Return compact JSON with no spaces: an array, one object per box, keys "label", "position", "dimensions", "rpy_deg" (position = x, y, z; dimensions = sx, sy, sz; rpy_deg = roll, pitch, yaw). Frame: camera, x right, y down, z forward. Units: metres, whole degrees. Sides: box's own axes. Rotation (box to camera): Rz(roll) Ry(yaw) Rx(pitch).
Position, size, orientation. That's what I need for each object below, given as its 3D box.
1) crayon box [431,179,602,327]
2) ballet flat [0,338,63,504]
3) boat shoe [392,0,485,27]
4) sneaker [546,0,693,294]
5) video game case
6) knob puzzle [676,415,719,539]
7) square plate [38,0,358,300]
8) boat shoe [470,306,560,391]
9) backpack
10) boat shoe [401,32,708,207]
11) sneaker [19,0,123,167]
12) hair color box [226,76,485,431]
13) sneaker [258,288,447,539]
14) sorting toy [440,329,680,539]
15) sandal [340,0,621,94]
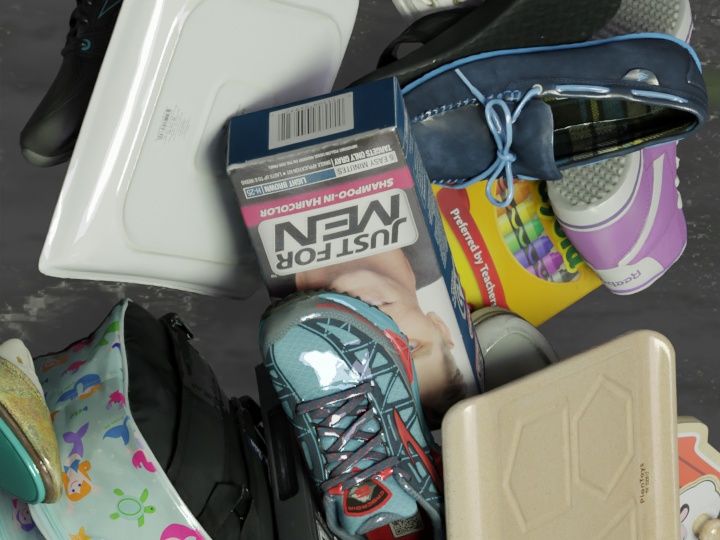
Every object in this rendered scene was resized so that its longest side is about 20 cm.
[{"label":"crayon box","position":[0.068,-0.019,1.819],"dimensions":[0.199,0.051,0.127],"rpy_deg":[-33,113,-20]},{"label":"ballet flat","position":[-0.215,0.052,1.609],"dimensions":[0.071,0.199,0.071],"rpy_deg":[-37,144,-33]},{"label":"boat shoe","position":[0.050,-0.186,1.766],"dimensions":[0.200,0.069,0.071],"rpy_deg":[45,74,-28]},{"label":"sneaker","position":[0.168,-0.076,1.834],"dimensions":[0.114,0.072,0.201],"rpy_deg":[56,44,-42]},{"label":"video game case","position":[-0.002,0.174,1.735],"dimensions":[0.025,0.181,0.200],"rpy_deg":[-25,122,9]},{"label":"knob puzzle","position":[0.154,0.176,1.830],"dimensions":[0.219,0.030,0.221],"rpy_deg":[-20,128,-28]},{"label":"square plate","position":[-0.081,-0.081,1.683],"dimensions":[0.198,0.028,0.201],"rpy_deg":[8,103,-56]},{"label":"boat shoe","position":[0.112,0.102,1.820],"dimensions":[0.075,0.068,0.200],"rpy_deg":[-39,134,-10]},{"label":"backpack","position":[-0.119,0.134,1.664],"dimensions":[0.150,0.200,0.178],"rpy_deg":[-36,117,4]},{"label":"boat shoe","position":[0.101,-0.089,1.727],"dimensions":[0.199,0.069,0.084],"rpy_deg":[-18,132,3]},{"label":"sneaker","position":[-0.135,-0.145,1.683],"dimensions":[0.079,0.075,0.200],"rpy_deg":[43,70,-17]},{"label":"hair color box","position":[0.000,0.000,1.687],"dimensions":[0.099,0.061,0.201],"rpy_deg":[-14,122,9]},{"label":"sneaker","position":[0.008,0.100,1.656],"dimensions":[0.079,0.096,0.201],"rpy_deg":[-24,116,11]},{"label":"sorting toy","position":[0.114,0.142,1.727],"dimensions":[0.199,0.036,0.186],"rpy_deg":[-17,108,-48]},{"label":"sandal","position":[0.063,-0.127,1.765],"dimensions":[0.200,0.048,0.075],"rpy_deg":[-31,133,16]}]
